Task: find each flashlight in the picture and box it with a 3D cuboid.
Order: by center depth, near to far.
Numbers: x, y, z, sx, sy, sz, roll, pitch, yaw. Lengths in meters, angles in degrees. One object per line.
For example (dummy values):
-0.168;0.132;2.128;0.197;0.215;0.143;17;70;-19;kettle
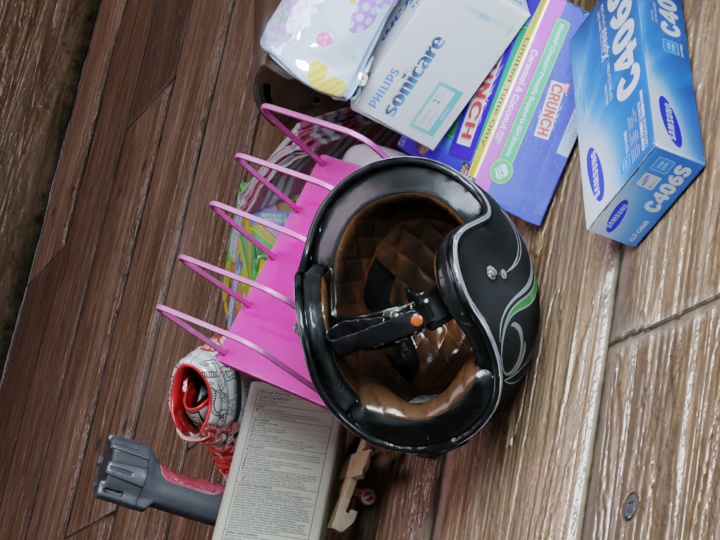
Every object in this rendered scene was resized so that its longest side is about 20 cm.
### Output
-0.149;0.203;1.878;0.068;0.198;0.068;-67;18;8;flashlight

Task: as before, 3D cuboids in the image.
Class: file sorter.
-0.056;-0.016;1.638;0.138;0.125;0.201;19;78;41;file sorter

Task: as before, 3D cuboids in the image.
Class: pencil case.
0.003;-0.231;1.548;0.091;0.083;0.201;39;105;31;pencil case

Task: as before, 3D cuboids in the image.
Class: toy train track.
0.023;0.133;1.726;0.115;0.032;0.202;143;149;-78;toy train track

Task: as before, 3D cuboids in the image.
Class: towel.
-0.009;-0.111;1.849;0.030;0.199;0.146;62;145;12;towel

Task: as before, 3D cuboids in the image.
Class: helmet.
0.044;0.022;1.515;0.201;0.199;0.191;-59;8;31;helmet

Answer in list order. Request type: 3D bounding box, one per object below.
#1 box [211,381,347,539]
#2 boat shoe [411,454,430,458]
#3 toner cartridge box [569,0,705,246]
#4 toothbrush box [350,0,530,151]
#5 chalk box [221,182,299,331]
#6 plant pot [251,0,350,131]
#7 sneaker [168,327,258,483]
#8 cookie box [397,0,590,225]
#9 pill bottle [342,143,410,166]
-0.069;0.197;1.753;0.201;0.094;0.078;-76;-9;-47;box
0.057;0.049;1.636;0.075;0.074;0.204;13;85;71;boat shoe
0.198;-0.124;1.453;0.201;0.043;0.095;-90;25;-42;toner cartridge box
0.056;-0.220;1.647;0.147;0.085;0.201;-54;22;28;toothbrush box
-0.062;-0.003;1.909;0.200;0.122;0.126;-110;28;-60;chalk box
-0.022;-0.240;1.934;0.200;0.199;0.200;-49;28;48;plant pot
-0.135;0.159;1.928;0.067;0.108;0.203;13;115;32;sneaker
0.118;-0.147;1.647;0.173;0.075;0.200;-67;20;7;cookie box
0.000;0.000;1.748;0.201;0.110;0.111;-66;17;-13;pill bottle
